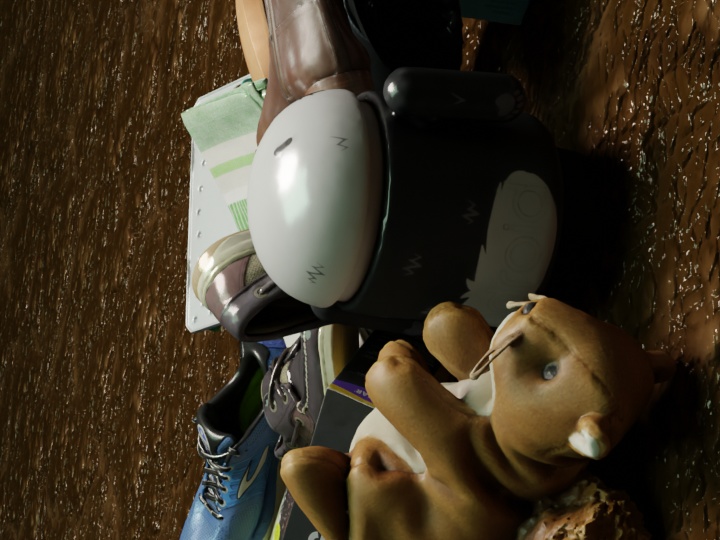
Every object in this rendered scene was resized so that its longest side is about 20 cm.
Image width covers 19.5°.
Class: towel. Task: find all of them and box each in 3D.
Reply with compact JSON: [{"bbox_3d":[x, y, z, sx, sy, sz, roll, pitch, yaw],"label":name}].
[{"bbox_3d":[-0.054,-0.028,1.428,0.201,0.023,0.152,64,156,-6],"label":"towel"}]

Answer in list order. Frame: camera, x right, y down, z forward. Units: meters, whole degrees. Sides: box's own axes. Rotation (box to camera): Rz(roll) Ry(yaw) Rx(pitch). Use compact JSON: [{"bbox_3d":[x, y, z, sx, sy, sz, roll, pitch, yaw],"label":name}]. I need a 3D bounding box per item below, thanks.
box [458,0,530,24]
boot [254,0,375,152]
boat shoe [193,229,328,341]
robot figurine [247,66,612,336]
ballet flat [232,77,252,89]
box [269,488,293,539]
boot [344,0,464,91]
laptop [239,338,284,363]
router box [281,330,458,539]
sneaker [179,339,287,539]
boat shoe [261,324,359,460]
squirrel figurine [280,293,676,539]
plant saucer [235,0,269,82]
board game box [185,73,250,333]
[{"bbox_3d":[0.100,-0.255,1.273,0.083,0.049,0.201,-106,28,-45],"label":"box"},{"bbox_3d":[-0.045,-0.176,1.269,0.186,0.064,0.202,154,102,-70],"label":"boot"},{"bbox_3d":[0.000,0.000,1.262,0.072,0.199,0.065,102,147,-46],"label":"boat shoe"},{"bbox_3d":[0.035,-0.035,1.161,0.125,0.198,0.152,-166,82,-72],"label":"robot figurine"},{"bbox_3d":[-0.058,-0.060,1.535,0.068,0.068,0.201,-64,29,32],"label":"ballet flat"},{"bbox_3d":[-0.039,0.223,1.543,0.075,0.050,0.201,-110,31,-54],"label":"box"},{"bbox_3d":[0.029,-0.143,1.298,0.163,0.073,0.200,-121,13,-65],"label":"boot"},{"bbox_3d":[-0.045,0.062,1.675,0.200,0.102,0.179,76,-170,-62],"label":"laptop"},{"bbox_3d":[0.005,0.128,1.316,0.157,0.052,0.201,-49,-21,-58],"label":"router box"},{"bbox_3d":[-0.097,0.137,1.557,0.078,0.089,0.201,30,101,43],"label":"sneaker"},{"bbox_3d":[-0.034,0.082,1.376,0.200,0.064,0.072,87,-168,-60],"label":"boat shoe"},{"bbox_3d":[0.090,0.106,1.093,0.186,0.141,0.201,-31,91,37],"label":"squirrel figurine"},{"bbox_3d":[-0.038,-0.132,1.473,0.201,0.032,0.201,59,-163,-30],"label":"plant saucer"},{"bbox_3d":[-0.064,-0.065,1.637,0.199,0.026,0.202,-19,65,45],"label":"board game box"}]
